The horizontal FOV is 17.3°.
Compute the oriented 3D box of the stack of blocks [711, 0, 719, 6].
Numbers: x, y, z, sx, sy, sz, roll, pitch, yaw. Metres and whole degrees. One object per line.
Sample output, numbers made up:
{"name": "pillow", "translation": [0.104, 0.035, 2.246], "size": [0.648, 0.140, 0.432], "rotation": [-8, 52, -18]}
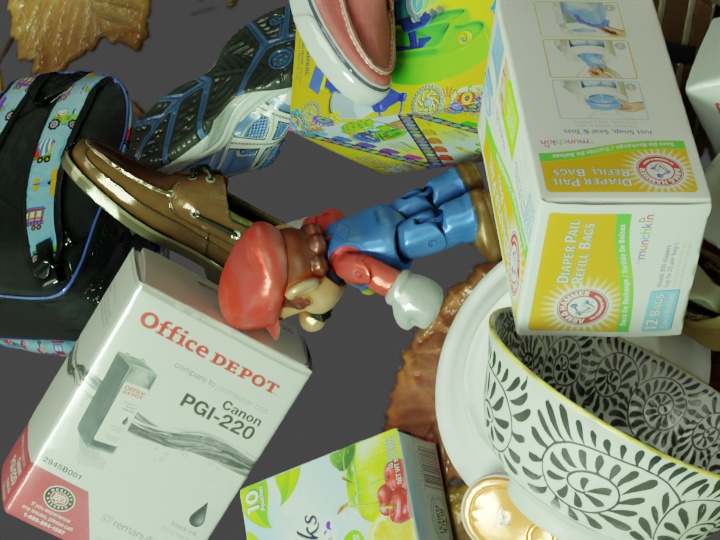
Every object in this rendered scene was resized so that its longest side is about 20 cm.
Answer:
{"name": "stack of blocks", "translation": [0.317, -0.193, 1.466], "size": [0.200, 0.115, 0.059], "rotation": [2, 78, 36]}

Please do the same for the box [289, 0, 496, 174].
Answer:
{"name": "box", "translation": [0.067, -0.186, 1.645], "size": [0.193, 0.122, 0.200], "rotation": [-7, 73, 34]}

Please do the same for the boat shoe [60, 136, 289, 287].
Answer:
{"name": "boat shoe", "translation": [-0.119, -0.047, 1.715], "size": [0.068, 0.200, 0.072], "rotation": [-52, 18, 16]}

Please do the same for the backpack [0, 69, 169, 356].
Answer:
{"name": "backpack", "translation": [-0.232, -0.048, 1.818], "size": [0.183, 0.135, 0.200], "rotation": [-1, 63, 35]}

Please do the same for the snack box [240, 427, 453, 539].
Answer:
{"name": "snack box", "translation": [-0.001, 0.226, 1.617], "size": [0.142, 0.053, 0.200], "rotation": [-25, 63, 30]}

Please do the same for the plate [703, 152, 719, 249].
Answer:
{"name": "plate", "translation": [0.313, -0.046, 1.372], "size": [0.200, 0.200, 0.032], "rotation": [-56, 2, 46]}

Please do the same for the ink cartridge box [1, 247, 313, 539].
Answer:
{"name": "ink cartridge box", "translation": [-0.145, 0.106, 1.686], "size": [0.200, 0.146, 0.085], "rotation": [-59, 16, 11]}

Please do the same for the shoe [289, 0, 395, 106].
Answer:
{"name": "shoe", "translation": [0.002, -0.211, 1.576], "size": [0.091, 0.071, 0.200], "rotation": [-34, 55, 30]}

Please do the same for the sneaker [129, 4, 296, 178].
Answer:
{"name": "sneaker", "translation": [-0.076, -0.127, 1.769], "size": [0.200, 0.077, 0.076], "rotation": [-34, 47, 4]}

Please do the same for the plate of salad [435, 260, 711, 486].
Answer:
{"name": "plate of salad", "translation": [0.141, 0.071, 1.559], "size": [0.200, 0.048, 0.200], "rotation": [-12, 68, 30]}

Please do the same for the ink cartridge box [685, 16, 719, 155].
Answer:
{"name": "ink cartridge box", "translation": [0.315, -0.095, 1.411], "size": [0.200, 0.147, 0.083], "rotation": [-13, 30, 34]}

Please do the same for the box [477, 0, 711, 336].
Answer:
{"name": "box", "translation": [0.137, -0.065, 1.433], "size": [0.200, 0.101, 0.113], "rotation": [-97, 10, -48]}

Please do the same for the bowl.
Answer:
{"name": "bowl", "translation": [0.146, 0.111, 1.419], "size": [0.201, 0.201, 0.094], "rotation": [39, 110, 37]}

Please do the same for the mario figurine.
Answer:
{"name": "mario figurine", "translation": [0.000, 0.000, 1.637], "size": [0.200, 0.123, 0.106], "rotation": [-19, 87, 0]}

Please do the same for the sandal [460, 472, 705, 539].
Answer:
{"name": "sandal", "translation": [0.148, 0.190, 1.481], "size": [0.207, 0.059, 0.079], "rotation": [20, 105, 21]}

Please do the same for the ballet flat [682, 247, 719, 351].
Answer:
{"name": "ballet flat", "translation": [0.172, -0.016, 1.504], "size": [0.200, 0.063, 0.069], "rotation": [29, 88, 28]}

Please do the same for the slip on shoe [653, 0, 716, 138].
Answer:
{"name": "slip on shoe", "translation": [0.189, -0.131, 1.581], "size": [0.061, 0.076, 0.200], "rotation": [-125, 47, -81]}
